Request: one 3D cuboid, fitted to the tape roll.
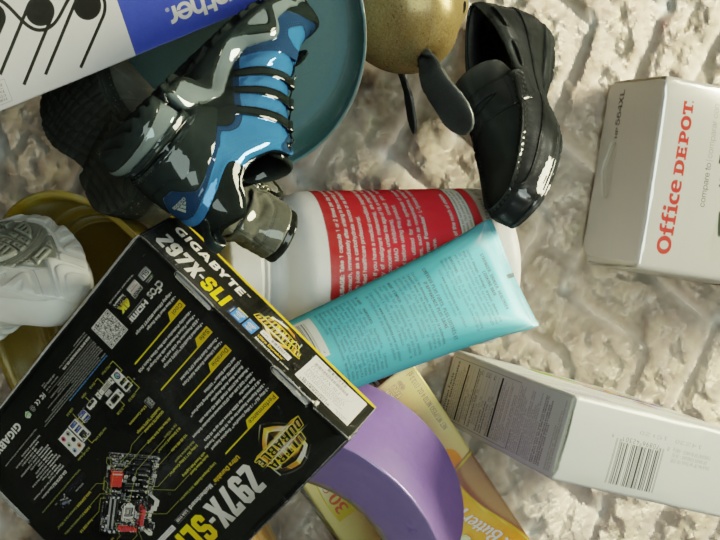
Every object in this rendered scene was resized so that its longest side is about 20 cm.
[{"bbox_3d":[-0.035,0.174,0.863,0.200,0.085,0.200,5,115,11],"label":"tape roll"}]

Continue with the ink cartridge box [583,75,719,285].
[{"bbox_3d":[0.287,-0.060,0.999,0.200,0.084,0.146,7,92,-19],"label":"ink cartridge box"}]

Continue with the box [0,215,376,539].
[{"bbox_3d":[-0.115,0.093,0.743,0.160,0.049,0.200,43,115,2],"label":"box"}]

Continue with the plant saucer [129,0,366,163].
[{"bbox_3d":[-0.088,-0.161,0.852,0.200,0.027,0.200,7,112,17],"label":"plant saucer"}]

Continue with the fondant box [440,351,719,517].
[{"bbox_3d":[0.159,0.111,0.910,0.144,0.200,0.058,15,91,-18],"label":"fondant box"}]

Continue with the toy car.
[{"bbox_3d":[0.045,-0.191,0.871,0.158,0.164,0.200,-11,99,-16],"label":"toy car"}]

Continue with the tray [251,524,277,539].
[{"bbox_3d":[-0.082,0.228,0.832,0.099,0.037,0.200,-20,108,20],"label":"tray"}]

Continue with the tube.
[{"bbox_3d":[0.015,0.036,0.822,0.200,0.050,0.078,-22,88,-18],"label":"tube"}]

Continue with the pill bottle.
[{"bbox_3d":[0.000,0.000,0.897,0.200,0.112,0.112,-2,95,-18],"label":"pill bottle"}]

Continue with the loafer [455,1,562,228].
[{"bbox_3d":[0.096,-0.112,0.900,0.070,0.068,0.201,24,45,-20],"label":"loafer"}]

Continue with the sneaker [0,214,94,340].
[{"bbox_3d":[-0.235,0.020,0.806,0.078,0.200,0.099,-38,125,-45],"label":"sneaker"}]

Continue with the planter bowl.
[{"bbox_3d":[-0.148,0.036,0.842,0.083,0.200,0.201,-24,103,-47],"label":"planter bowl"}]

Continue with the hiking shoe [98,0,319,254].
[{"bbox_3d":[-0.071,-0.091,0.756,0.087,0.074,0.200,47,45,-12],"label":"hiking shoe"}]

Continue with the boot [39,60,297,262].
[{"bbox_3d":[-0.124,-0.078,0.830,0.131,0.200,0.068,19,117,-39],"label":"boot"}]

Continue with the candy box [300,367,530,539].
[{"bbox_3d":[0.037,0.175,0.952,0.115,0.055,0.200,-36,104,-10],"label":"candy box"}]

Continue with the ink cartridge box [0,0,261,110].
[{"bbox_3d":[-0.162,-0.167,0.756,0.200,0.044,0.094,-28,116,-24],"label":"ink cartridge box"}]
